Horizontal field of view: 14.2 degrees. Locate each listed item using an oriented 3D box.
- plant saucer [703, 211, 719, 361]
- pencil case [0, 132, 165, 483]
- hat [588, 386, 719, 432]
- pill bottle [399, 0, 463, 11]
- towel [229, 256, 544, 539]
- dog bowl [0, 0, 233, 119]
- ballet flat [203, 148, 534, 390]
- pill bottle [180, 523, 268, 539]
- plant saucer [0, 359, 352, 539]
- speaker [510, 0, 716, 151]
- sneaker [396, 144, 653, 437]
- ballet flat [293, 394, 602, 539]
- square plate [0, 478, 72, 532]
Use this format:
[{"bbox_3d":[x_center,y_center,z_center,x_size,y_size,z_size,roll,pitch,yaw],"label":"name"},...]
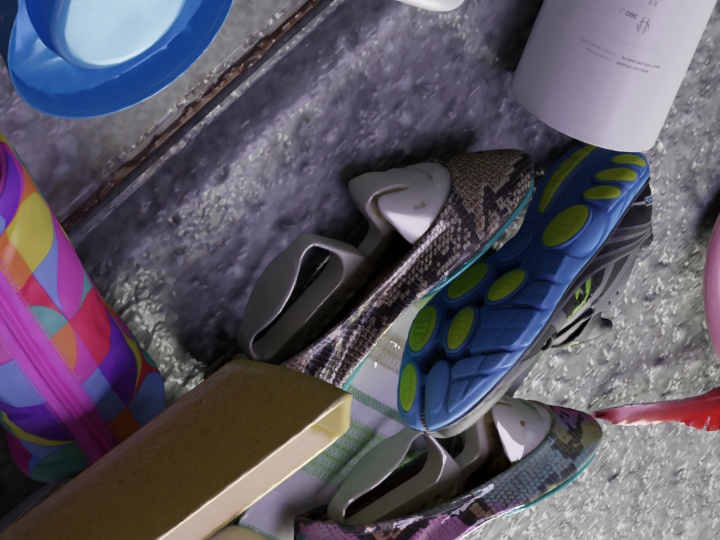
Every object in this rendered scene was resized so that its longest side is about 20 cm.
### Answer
[{"bbox_3d":[0.295,0.007,1.635,0.201,0.200,0.051,-57,177,11],"label":"plant saucer"},{"bbox_3d":[-0.154,0.015,1.259,0.088,0.088,0.200,-42,143,-9],"label":"pencil case"},{"bbox_3d":[0.274,0.047,1.711,0.176,0.165,0.200,45,42,-20],"label":"hat"},{"bbox_3d":[0.037,-0.222,1.220,0.113,0.113,0.200,8,115,-48],"label":"pill bottle"},{"bbox_3d":[0.013,0.077,1.527,0.200,0.031,0.149,-53,144,2],"label":"towel"},{"bbox_3d":[-0.096,-0.156,1.179,0.111,0.050,0.200,-11,137,-38],"label":"dog bowl"},{"bbox_3d":[0.000,0.000,1.420,0.200,0.068,0.075,-46,122,-1],"label":"ballet flat"},{"bbox_3d":[-0.051,0.219,1.469,0.110,0.110,0.200,-42,144,-9],"label":"pill bottle"},{"bbox_3d":[-0.097,0.107,1.311,0.200,0.048,0.200,-37,175,-5],"label":"plant saucer"},{"bbox_3d":[0.143,-0.160,1.403,0.081,0.081,0.200,-3,123,-43],"label":"speaker"},{"bbox_3d":[0.094,0.019,1.480,0.200,0.071,0.083,-48,132,-31],"label":"sneaker"},{"bbox_3d":[0.047,0.106,1.517,0.200,0.069,0.071,-30,119,-27],"label":"ballet flat"},{"bbox_3d":[-0.188,0.211,1.437,0.198,0.028,0.200,-41,142,-11],"label":"square plate"}]
